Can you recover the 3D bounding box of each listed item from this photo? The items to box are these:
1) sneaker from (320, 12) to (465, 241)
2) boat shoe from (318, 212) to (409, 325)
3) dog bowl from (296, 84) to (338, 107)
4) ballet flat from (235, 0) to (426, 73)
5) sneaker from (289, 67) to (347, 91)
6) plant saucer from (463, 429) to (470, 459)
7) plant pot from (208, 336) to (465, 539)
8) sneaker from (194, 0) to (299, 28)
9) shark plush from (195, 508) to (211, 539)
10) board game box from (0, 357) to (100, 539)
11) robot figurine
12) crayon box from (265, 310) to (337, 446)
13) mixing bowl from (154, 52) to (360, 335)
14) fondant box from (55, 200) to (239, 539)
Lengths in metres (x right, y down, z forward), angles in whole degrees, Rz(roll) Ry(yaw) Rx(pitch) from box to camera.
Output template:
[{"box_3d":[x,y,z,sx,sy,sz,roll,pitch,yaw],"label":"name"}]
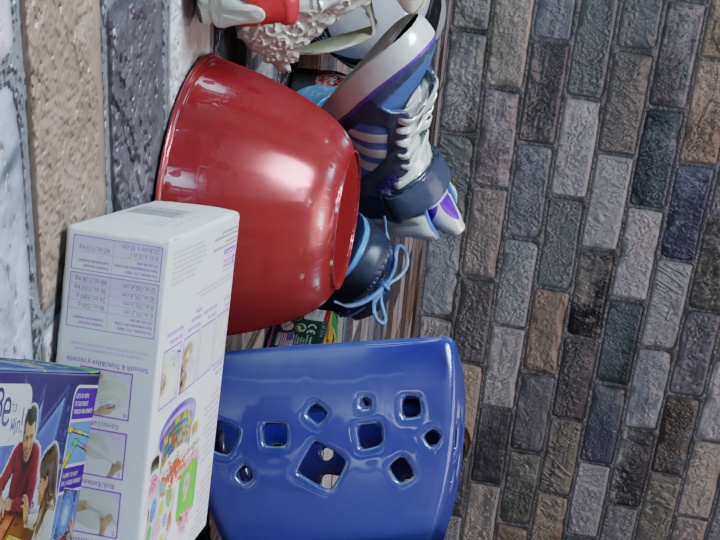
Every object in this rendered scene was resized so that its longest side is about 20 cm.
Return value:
[{"box_3d":[0.042,-0.094,0.910,0.081,0.146,0.200,-54,-171,-33],"label":"sneaker"},{"box_3d":[0.000,0.000,0.954,0.084,0.069,0.200,-57,-172,-6],"label":"boat shoe"},{"box_3d":[-0.034,-0.070,1.056,0.111,0.050,0.201,-19,125,-38],"label":"dog bowl"},{"box_3d":[0.006,-0.198,0.831,0.072,0.200,0.072,49,28,-38],"label":"ballet flat"},{"box_3d":[-0.012,-0.100,1.148,0.202,0.108,0.067,92,9,-45],"label":"sneaker"},{"box_3d":[0.222,0.511,3.434,0.035,0.199,0.201,-109,-159,-61],"label":"plant saucer"},{"box_3d":[-0.017,0.161,0.897,0.200,0.199,0.180,71,16,-74],"label":"plant pot"},{"box_3d":[-0.049,-0.219,0.794,0.077,0.085,0.200,92,9,-47],"label":"sneaker"},{"box_3d":[-0.135,0.267,0.909,0.083,0.091,0.201,150,-70,-74],"label":"shark plush"},{"box_3d":[-0.158,0.101,0.471,0.200,0.034,0.136,51,48,-82],"label":"board game box"},{"box_3d":[0.010,-0.242,1.085,0.200,0.150,0.125,-11,121,-80],"label":"robot figurine"},{"box_3d":[-0.066,0.140,1.192,0.173,0.058,0.200,90,10,-49],"label":"crayon box"},{"box_3d":[-0.061,-0.042,0.817,0.200,0.108,0.201,7,90,-83],"label":"mixing bowl"},{"box_3d":[-0.120,0.068,0.666,0.144,0.058,0.201,-45,142,-79],"label":"fondant box"}]
